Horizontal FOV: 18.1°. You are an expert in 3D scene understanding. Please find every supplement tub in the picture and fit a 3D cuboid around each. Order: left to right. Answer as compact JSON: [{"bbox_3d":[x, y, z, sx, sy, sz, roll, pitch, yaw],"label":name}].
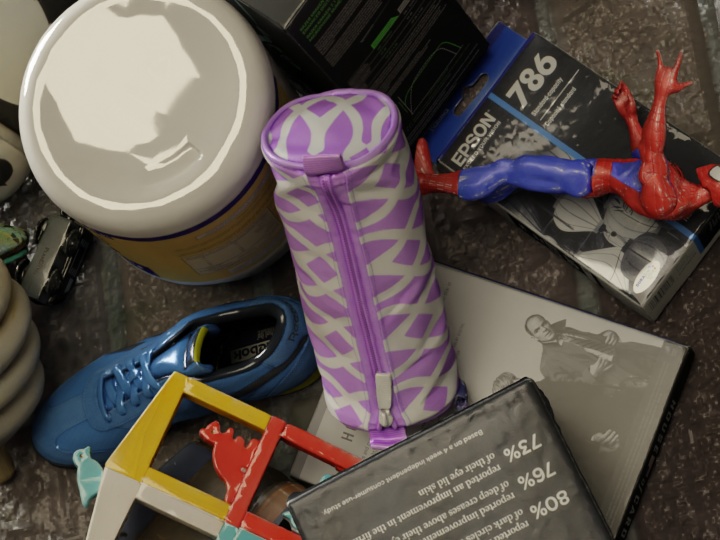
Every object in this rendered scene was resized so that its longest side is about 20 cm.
[{"bbox_3d":[-0.103,-0.072,1.302,0.144,0.200,0.147,-2,78,9],"label":"supplement tub"}]

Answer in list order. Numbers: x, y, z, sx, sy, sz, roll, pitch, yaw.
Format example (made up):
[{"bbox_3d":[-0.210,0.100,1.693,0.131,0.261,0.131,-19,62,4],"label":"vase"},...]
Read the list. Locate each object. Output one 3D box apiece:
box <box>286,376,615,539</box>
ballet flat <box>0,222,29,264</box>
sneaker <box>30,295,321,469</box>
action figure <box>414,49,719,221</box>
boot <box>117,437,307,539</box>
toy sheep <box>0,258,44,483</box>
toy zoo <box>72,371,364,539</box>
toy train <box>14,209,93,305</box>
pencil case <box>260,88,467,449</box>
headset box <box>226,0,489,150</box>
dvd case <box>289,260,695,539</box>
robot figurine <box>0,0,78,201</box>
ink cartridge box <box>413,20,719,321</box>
[{"bbox_3d":[0.070,0.177,1.187,0.147,0.104,0.201,-26,84,1],"label":"box"},{"bbox_3d":[-0.308,-0.005,1.429,0.199,0.074,0.075,-22,67,10],"label":"ballet flat"},{"bbox_3d":[-0.117,0.061,1.343,0.199,0.078,0.066,-20,69,14],"label":"sneaker"},{"bbox_3d":[0.121,-0.078,1.265,0.199,0.065,0.100,9,94,21],"label":"action figure"},{"bbox_3d":[-0.113,0.191,1.309,0.097,0.075,0.200,32,75,35],"label":"boot"},{"bbox_3d":[-0.254,0.048,1.345,0.137,0.201,0.138,-16,37,13],"label":"toy sheep"},{"bbox_3d":[-0.070,0.144,1.259,0.199,0.020,0.132,25,77,2],"label":"toy zoo"},{"bbox_3d":[-0.162,-0.070,1.419,0.034,0.046,0.201,20,82,20],"label":"toy train"},{"bbox_3d":[0.000,0.000,1.233,0.083,0.201,0.086,-3,34,17],"label":"pencil case"},{"bbox_3d":[-0.044,-0.176,1.318,0.174,0.200,0.093,35,86,31],"label":"headset box"},{"bbox_3d":[0.074,0.083,1.297,0.199,0.025,0.151,19,80,24],"label":"dvd case"},{"bbox_3d":[-0.241,-0.138,1.423,0.149,0.125,0.201,17,79,23],"label":"robot figurine"},{"bbox_3d":[0.121,-0.066,1.322,0.200,0.039,0.100,36,88,26],"label":"ink cartridge box"}]
